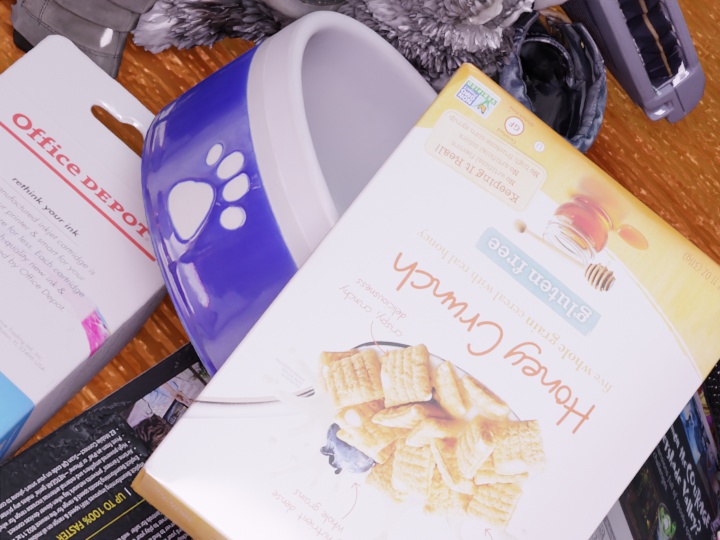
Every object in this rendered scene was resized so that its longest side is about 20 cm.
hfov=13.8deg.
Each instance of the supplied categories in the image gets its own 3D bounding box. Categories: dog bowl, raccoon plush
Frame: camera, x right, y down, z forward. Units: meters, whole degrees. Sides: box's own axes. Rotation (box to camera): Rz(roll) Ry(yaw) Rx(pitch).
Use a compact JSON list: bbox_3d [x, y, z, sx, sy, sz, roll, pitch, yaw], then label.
[{"bbox_3d":[0.000,0.000,1.207,0.200,0.079,0.201,48,25,-31],"label":"dog bowl"},{"bbox_3d":[-0.006,-0.116,1.278,0.199,0.134,0.097,-13,81,0],"label":"raccoon plush"}]

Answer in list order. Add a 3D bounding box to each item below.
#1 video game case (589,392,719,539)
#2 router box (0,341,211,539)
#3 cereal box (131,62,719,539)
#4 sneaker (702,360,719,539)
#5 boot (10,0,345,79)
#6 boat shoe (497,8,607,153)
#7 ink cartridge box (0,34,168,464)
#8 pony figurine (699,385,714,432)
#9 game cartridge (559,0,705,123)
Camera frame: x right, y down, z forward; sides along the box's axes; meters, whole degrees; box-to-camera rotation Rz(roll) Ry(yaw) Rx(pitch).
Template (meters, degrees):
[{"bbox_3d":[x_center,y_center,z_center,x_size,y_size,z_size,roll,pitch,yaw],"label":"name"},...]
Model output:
[{"bbox_3d":[0.105,0.104,1.211,0.182,0.023,0.201,-61,138,-46],"label":"video game case"},{"bbox_3d":[-0.088,0.132,1.138,0.149,0.051,0.200,48,45,10],"label":"router box"},{"bbox_3d":[0.032,0.044,1.076,0.144,0.040,0.200,38,70,-1],"label":"cereal box"},{"bbox_3d":[0.181,0.127,1.251,0.086,0.080,0.201,-23,95,-32],"label":"sneaker"},{"bbox_3d":[-0.089,-0.130,1.288,0.068,0.131,0.200,-6,40,-49],"label":"boot"},{"bbox_3d":[0.075,-0.105,1.408,0.070,0.091,0.201,14,48,-21],"label":"boat shoe"},{"bbox_3d":[-0.149,0.002,1.197,0.115,0.068,0.200,42,44,3],"label":"ink cartridge box"},{"bbox_3d":[0.243,-0.005,1.367,0.167,0.199,0.194,56,31,-48],"label":"pony figurine"},{"bbox_3d":[0.097,-0.155,1.360,0.041,0.200,0.133,-39,66,-1],"label":"game cartridge"}]
